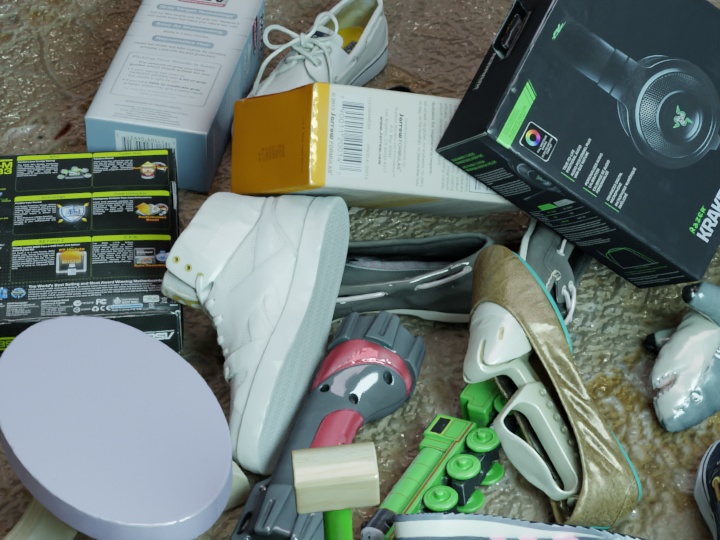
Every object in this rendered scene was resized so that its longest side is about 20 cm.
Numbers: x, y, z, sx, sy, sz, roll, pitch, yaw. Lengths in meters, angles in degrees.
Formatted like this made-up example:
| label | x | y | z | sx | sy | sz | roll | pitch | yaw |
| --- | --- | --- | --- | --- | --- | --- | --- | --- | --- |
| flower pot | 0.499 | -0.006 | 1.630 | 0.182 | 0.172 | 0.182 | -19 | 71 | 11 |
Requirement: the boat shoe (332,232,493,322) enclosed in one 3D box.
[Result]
| label | x | y | z | sx | sy | sz | roll | pitch | yaw |
| --- | --- | --- | --- | --- | --- | --- | --- | --- | --- |
| boat shoe | 0.000 | 0.000 | 1.493 | 0.198 | 0.057 | 0.067 | -1 | 40 | -4 |

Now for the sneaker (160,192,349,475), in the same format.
| label | x | y | z | sx | sy | sz | roll | pitch | yaw |
| --- | --- | --- | --- | --- | --- | --- | --- | --- | --- |
| sneaker | -0.084 | 0.039 | 1.424 | 0.115 | 0.074 | 0.201 | 6 | 64 | 18 |

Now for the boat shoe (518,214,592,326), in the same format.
| label | x | y | z | sx | sy | sz | roll | pitch | yaw |
| --- | --- | --- | --- | --- | --- | --- | --- | --- | --- |
| boat shoe | 0.139 | 0.001 | 1.490 | 0.056 | 0.067 | 0.200 | 10 | 29 | 6 |

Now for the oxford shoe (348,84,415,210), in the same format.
| label | x | y | z | sx | sy | sz | roll | pitch | yaw |
| --- | --- | --- | --- | --- | --- | --- | --- | --- | --- |
| oxford shoe | -0.028 | -0.083 | 1.584 | 0.072 | 0.085 | 0.200 | 29 | 49 | 27 |

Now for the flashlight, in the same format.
| label | x | y | z | sx | sy | sz | roll | pitch | yaw |
| --- | --- | --- | --- | --- | --- | --- | --- | --- | --- |
| flashlight | -0.014 | 0.114 | 1.367 | 0.068 | 0.068 | 0.201 | 44 | 42 | -19 |

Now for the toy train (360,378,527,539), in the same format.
| label | x | y | z | sx | sy | sz | roll | pitch | yaw |
| --- | --- | --- | --- | --- | --- | --- | --- | --- | --- |
| toy train | 0.063 | 0.124 | 1.376 | 0.056 | 0.042 | 0.200 | 13 | 40 | 28 |

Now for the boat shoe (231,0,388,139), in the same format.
| label | x | y | z | sx | sy | sz | roll | pitch | yaw |
| --- | --- | --- | --- | --- | --- | --- | --- | --- | --- |
| boat shoe | -0.036 | -0.168 | 1.681 | 0.074 | 0.087 | 0.202 | 23 | 44 | 24 |

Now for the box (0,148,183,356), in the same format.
| label | x | y | z | sx | sy | sz | roll | pitch | yaw |
| --- | --- | --- | --- | --- | --- | --- | --- | --- | --- |
| box | -0.228 | -0.012 | 1.522 | 0.198 | 0.048 | 0.194 | -3 | 38 | -5 |

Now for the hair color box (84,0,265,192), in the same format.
| label | x | y | z | sx | sy | sz | roll | pitch | yaw |
| --- | --- | --- | --- | --- | --- | --- | --- | --- | --- |
| hair color box | -0.144 | -0.150 | 1.677 | 0.098 | 0.061 | 0.201 | 8 | 41 | 7 |

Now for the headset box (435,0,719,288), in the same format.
| label | x | y | z | sx | sy | sz | roll | pitch | yaw |
| --- | --- | --- | --- | --- | --- | --- | --- | --- | --- |
| headset box | 0.172 | -0.114 | 1.443 | 0.199 | 0.093 | 0.175 | 33 | 75 | -14 |

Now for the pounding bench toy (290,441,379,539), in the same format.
| label | x | y | z | sx | sy | sz | roll | pitch | yaw |
| --- | --- | --- | --- | --- | --- | --- | --- | --- | --- |
| pounding bench toy | -0.011 | 0.207 | 1.142 | 0.123 | 0.156 | 0.202 | 2 | 70 | -1 |

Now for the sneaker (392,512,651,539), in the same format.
| label | x | y | z | sx | sy | sz | roll | pitch | yaw |
| --- | --- | --- | --- | --- | --- | --- | --- | --- | --- |
| sneaker | 0.111 | 0.195 | 1.285 | 0.198 | 0.070 | 0.083 | 7 | 79 | -10 |

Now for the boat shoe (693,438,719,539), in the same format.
| label | x | y | z | sx | sy | sz | roll | pitch | yaw |
| --- | --- | --- | --- | --- | --- | --- | --- | --- | --- |
| boat shoe | 0.253 | 0.133 | 1.301 | 0.070 | 0.092 | 0.201 | 15 | 25 | 0 |

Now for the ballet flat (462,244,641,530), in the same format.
| label | x | y | z | sx | sy | sz | roll | pitch | yaw |
| --- | --- | --- | --- | --- | --- | --- | --- | --- | --- |
| ballet flat | 0.108 | 0.079 | 1.355 | 0.072 | 0.068 | 0.201 | -18 | 78 | -36 |

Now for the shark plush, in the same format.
| label | x | y | z | sx | sy | sz | roll | pitch | yaw |
| --- | --- | --- | --- | --- | --- | --- | --- | --- | --- |
| shark plush | 0.284 | 0.060 | 1.466 | 0.199 | 0.091 | 0.084 | -4 | 63 | -29 |

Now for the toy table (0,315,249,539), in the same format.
| label | x | y | z | sx | sy | sz | roll | pitch | yaw |
| --- | --- | --- | --- | --- | --- | --- | --- | --- | --- |
| toy table | -0.152 | 0.131 | 1.298 | 0.182 | 0.118 | 0.200 | -12 | 41 | -16 |

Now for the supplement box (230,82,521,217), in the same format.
| label | x | y | z | sx | sy | sz | roll | pitch | yaw |
| --- | --- | --- | --- | --- | --- | --- | --- | --- | --- |
| supplement box | 0.023 | -0.084 | 1.498 | 0.199 | 0.074 | 0.126 | 4 | -4 | -30 |
